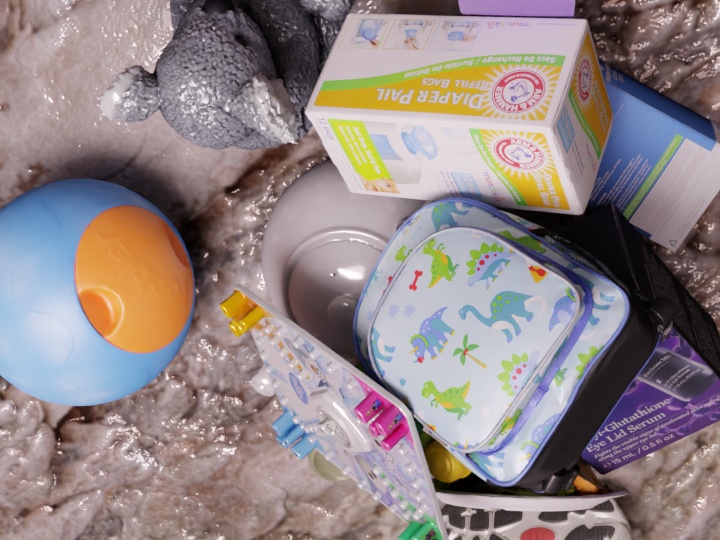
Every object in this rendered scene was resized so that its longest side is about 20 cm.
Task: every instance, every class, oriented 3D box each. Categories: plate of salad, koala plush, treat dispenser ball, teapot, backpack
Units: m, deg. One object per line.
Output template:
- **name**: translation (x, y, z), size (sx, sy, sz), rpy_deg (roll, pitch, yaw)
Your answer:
- **plate of salad**: translation (0.144, 0.189, 1.147), size (0.200, 0.200, 0.048), rpy_deg (0, 86, 10)
- **koala plush**: translation (-0.104, -0.157, 1.001), size (0.177, 0.200, 0.184), rpy_deg (9, 117, 5)
- **treat dispenser ball**: translation (-0.248, 0.019, 1.113), size (0.201, 0.201, 0.201), rpy_deg (4, 116, 8)
- **teapot**: translation (0.000, 0.000, 1.091), size (0.197, 0.146, 0.200), rpy_deg (-1, 115, 10)
- **backpack**: translation (0.092, 0.043, 0.934), size (0.200, 0.147, 0.183), rpy_deg (36, 96, 35)

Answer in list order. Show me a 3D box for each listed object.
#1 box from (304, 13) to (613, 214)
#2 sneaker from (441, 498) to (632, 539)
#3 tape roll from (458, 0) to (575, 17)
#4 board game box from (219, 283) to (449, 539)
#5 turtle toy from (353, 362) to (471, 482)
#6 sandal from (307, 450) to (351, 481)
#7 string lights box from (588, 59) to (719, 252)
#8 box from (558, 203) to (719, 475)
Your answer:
- **box**: translation (0.078, -0.121, 0.957), size (0.200, 0.101, 0.113), rpy_deg (8, 151, 26)
- **sneaker**: translation (0.167, 0.269, 1.234), size (0.200, 0.081, 0.083), rpy_deg (-4, 143, 22)
- **tape roll**: translation (0.118, -0.284, 0.899), size (0.085, 0.200, 0.200), rpy_deg (3, 116, 8)
- **board game box**: translation (-0.021, 0.125, 0.994), size (0.200, 0.026, 0.200), rpy_deg (33, 153, 37)
- **turtle toy**: translation (0.056, 0.122, 1.103), size (0.200, 0.146, 0.101), rpy_deg (-14, 94, 42)
- **sandal**: translation (0.041, 0.167, 1.213), size (0.201, 0.057, 0.080), rpy_deg (-26, 109, 18)
- **string lights box**: translation (0.203, -0.111, 1.048), size (0.200, 0.059, 0.103), rpy_deg (28, 117, -4)
- **box**: translation (0.210, 0.064, 1.071), size (0.148, 0.104, 0.200), rpy_deg (-32, 129, 24)
